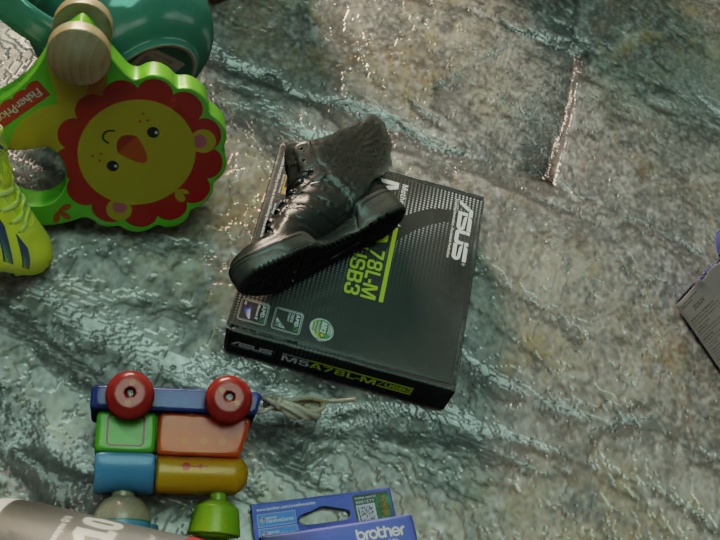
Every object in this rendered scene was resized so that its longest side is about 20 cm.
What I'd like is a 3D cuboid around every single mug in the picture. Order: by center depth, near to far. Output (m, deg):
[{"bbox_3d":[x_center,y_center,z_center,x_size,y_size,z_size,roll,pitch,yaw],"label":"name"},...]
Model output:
[{"bbox_3d":[-0.217,-0.201,0.893,0.184,0.152,0.115,-23,69,-23],"label":"mug"}]

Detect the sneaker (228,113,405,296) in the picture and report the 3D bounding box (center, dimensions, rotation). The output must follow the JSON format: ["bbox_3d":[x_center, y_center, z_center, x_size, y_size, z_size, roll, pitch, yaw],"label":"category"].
[{"bbox_3d":[-0.041,-0.058,0.855,0.199,0.060,0.105,-25,69,-30],"label":"sneaker"}]

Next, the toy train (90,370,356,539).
[{"bbox_3d":[-0.098,0.143,0.758,0.198,0.085,0.117,4,68,-12],"label":"toy train"}]

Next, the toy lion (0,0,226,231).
[{"bbox_3d":[-0.216,-0.102,0.837,0.199,0.192,0.069,-30,35,10],"label":"toy lion"}]

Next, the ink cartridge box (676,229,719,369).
[{"bbox_3d":[0.366,0.040,0.904,0.076,0.137,0.201,-20,66,-26],"label":"ink cartridge box"}]

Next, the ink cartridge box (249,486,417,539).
[{"bbox_3d":[-0.007,0.250,0.737,0.118,0.042,0.201,-3,58,-17],"label":"ink cartridge box"}]

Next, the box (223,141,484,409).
[{"bbox_3d":[0.000,0.000,0.888,0.191,0.048,0.201,15,57,-2],"label":"box"}]

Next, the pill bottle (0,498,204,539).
[{"bbox_3d":[-0.195,0.209,0.658,0.198,0.114,0.115,11,56,3],"label":"pill bottle"}]

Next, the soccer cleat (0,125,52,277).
[{"bbox_3d":[-0.283,-0.065,0.771,0.083,0.200,0.065,-32,47,5],"label":"soccer cleat"}]
